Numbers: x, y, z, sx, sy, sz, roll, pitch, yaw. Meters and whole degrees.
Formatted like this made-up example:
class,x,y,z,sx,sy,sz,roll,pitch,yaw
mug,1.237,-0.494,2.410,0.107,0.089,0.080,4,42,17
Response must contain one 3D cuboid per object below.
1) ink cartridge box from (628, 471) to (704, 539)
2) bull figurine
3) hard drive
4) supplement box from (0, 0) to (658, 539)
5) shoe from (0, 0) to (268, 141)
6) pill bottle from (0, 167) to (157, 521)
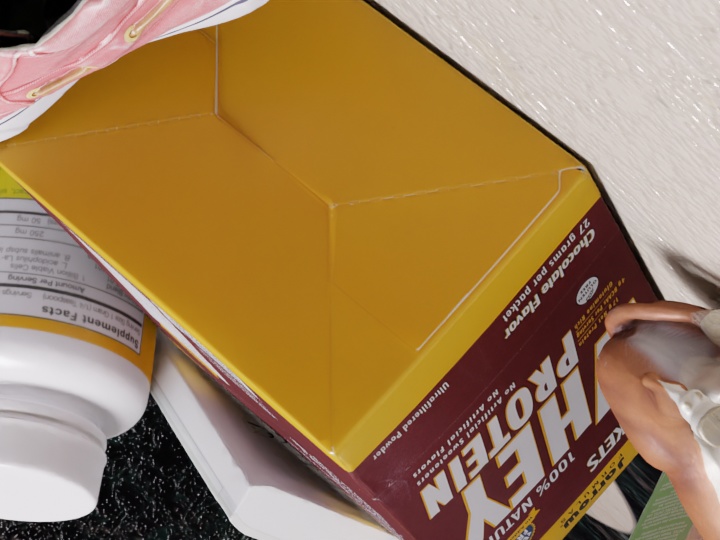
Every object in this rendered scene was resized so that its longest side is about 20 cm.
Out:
class,x,y,z,sx,sy,sz,roll,pitch,yaw
ink cartridge box,0.142,0.164,0.958,0.146,0.200,0.048,44,142,-15
bull figurine,0.161,0.085,0.904,0.200,0.065,0.121,41,171,-11
hard drive,-0.032,0.074,1.165,0.132,0.026,0.200,25,-167,-31
supplement box,0.000,0.000,1.019,0.197,0.133,0.200,39,174,29
shoe,-0.125,-0.093,0.912,0.091,0.200,0.072,-5,-101,-57
pill bottle,-0.139,0.002,1.141,0.109,0.201,0.109,5,158,2
